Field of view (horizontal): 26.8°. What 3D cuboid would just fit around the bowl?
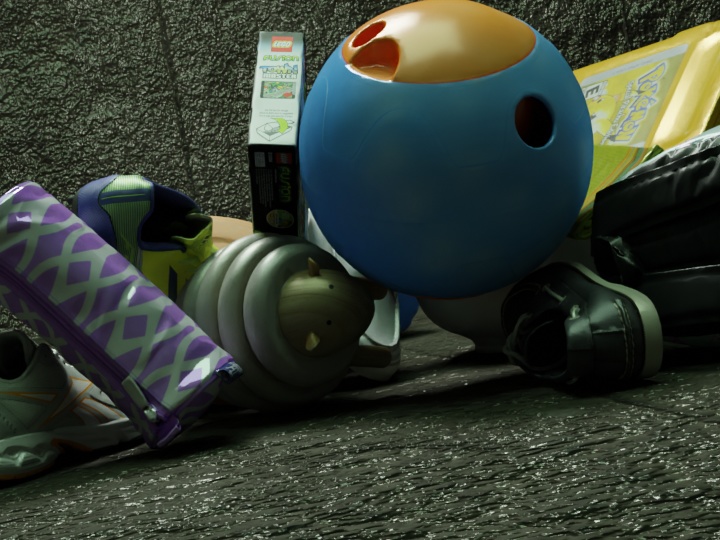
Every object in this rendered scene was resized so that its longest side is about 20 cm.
[{"bbox_3d":[0.132,0.014,1.216,0.199,0.091,0.201,-10,3,1],"label":"bowl"}]

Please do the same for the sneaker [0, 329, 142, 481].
[{"bbox_3d":[-0.207,0.081,1.017,0.075,0.093,0.200,-9,2,26],"label":"sneaker"}]

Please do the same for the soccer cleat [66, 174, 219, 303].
[{"bbox_3d":[-0.132,-0.015,1.086,0.083,0.065,0.200,-11,-21,20],"label":"soccer cleat"}]

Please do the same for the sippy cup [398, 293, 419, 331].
[{"bbox_3d":[-0.008,0.014,1.538,0.178,0.140,0.130,-51,30,-16],"label":"sippy cup"}]

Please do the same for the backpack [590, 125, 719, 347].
[{"bbox_3d":[0.248,-0.018,0.946,0.199,0.169,0.126,-16,-18,34],"label":"backpack"}]

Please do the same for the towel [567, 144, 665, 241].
[{"bbox_3d":[0.164,-0.062,1.106,0.086,0.018,0.200,-43,9,-1],"label":"towel"}]

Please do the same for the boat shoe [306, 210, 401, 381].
[{"bbox_3d":[0.000,0.000,1.190,0.071,0.069,0.201,20,32,-23],"label":"boat shoe"}]

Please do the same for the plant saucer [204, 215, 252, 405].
[{"bbox_3d":[-0.113,0.023,1.198,0.198,0.033,0.201,7,41,-6],"label":"plant saucer"}]

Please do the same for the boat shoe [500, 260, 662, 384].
[{"bbox_3d":[0.122,0.035,0.966,0.062,0.073,0.200,-7,6,-16],"label":"boat shoe"}]

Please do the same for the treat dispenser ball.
[{"bbox_3d":[0.057,-0.081,1.019,0.199,0.203,0.201,-10,2,0],"label":"treat dispenser ball"}]

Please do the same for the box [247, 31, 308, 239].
[{"bbox_3d":[-0.059,-0.066,1.120,0.034,0.111,0.201,2,-37,1],"label":"box"}]

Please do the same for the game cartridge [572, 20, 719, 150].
[{"bbox_3d":[0.222,-0.123,1.228,0.199,0.032,0.177,-17,36,49],"label":"game cartridge"}]

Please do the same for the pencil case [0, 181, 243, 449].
[{"bbox_3d":[-0.174,0.032,0.977,0.084,0.200,0.085,-54,-8,34],"label":"pencil case"}]

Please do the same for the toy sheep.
[{"bbox_3d":[-0.064,0.038,1.063,0.137,0.139,0.199,-12,-4,-43],"label":"toy sheep"}]
